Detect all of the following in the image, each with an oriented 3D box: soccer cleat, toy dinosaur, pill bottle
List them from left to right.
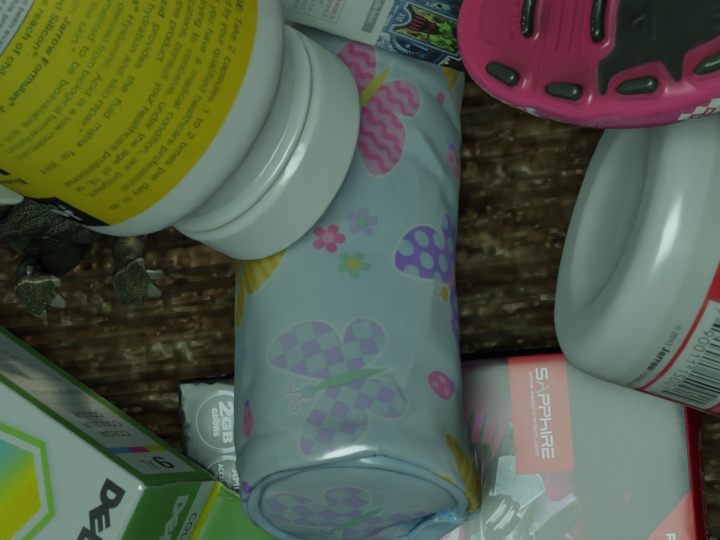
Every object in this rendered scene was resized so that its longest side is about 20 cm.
[{"bbox_3d":[-0.115,-0.031,0.980,0.199,0.103,0.077,-27,114,22],"label":"toy dinosaur"},{"bbox_3d":[-0.095,-0.078,0.838,0.111,0.199,0.112,-26,51,36],"label":"pill bottle"},{"bbox_3d":[0.132,-0.077,0.828,0.199,0.086,0.070,-5,75,27],"label":"soccer cleat"},{"bbox_3d":[0.178,0.010,0.898,0.199,0.112,0.113,18,92,-11],"label":"pill bottle"}]

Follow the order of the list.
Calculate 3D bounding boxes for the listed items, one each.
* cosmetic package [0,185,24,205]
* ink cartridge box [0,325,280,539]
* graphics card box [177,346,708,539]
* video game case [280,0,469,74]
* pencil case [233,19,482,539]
[{"bbox_3d":[-0.221,-0.056,0.932,0.199,0.103,0.074,-1,87,45],"label":"cosmetic package"},{"bbox_3d":[-0.123,0.100,0.955,0.199,0.059,0.104,32,103,23],"label":"ink cartridge box"},{"bbox_3d":[0.033,0.095,0.968,0.198,0.051,0.127,-4,89,9],"label":"graphics card box"},{"bbox_3d":[0.051,-0.141,0.845,0.180,0.200,0.036,16,54,-7],"label":"video game case"},{"bbox_3d":[0.000,0.000,0.922,0.090,0.083,0.202,5,63,-14],"label":"pencil case"}]
